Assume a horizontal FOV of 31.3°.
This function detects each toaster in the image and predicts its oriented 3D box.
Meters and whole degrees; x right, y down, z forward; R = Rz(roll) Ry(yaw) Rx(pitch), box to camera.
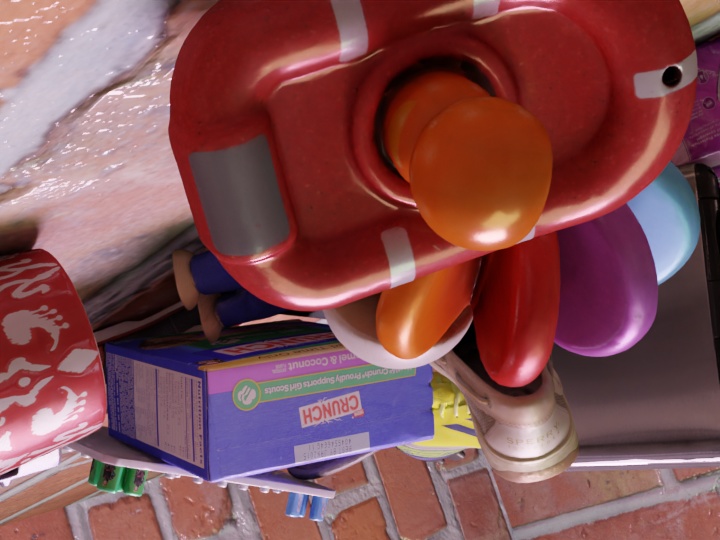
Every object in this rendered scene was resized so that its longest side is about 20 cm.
[{"bbox_3d":[0.188,0.038,0.816,0.117,0.184,0.200,-8,172,17],"label":"toaster"}]

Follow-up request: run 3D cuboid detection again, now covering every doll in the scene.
[{"bbox_3d":[-0.020,-0.014,0.836,0.197,0.049,0.137,-17,139,7],"label":"doll"}]

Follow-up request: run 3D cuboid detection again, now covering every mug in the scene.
[{"bbox_3d":[-0.257,0.056,0.690,0.198,0.177,0.135,-19,131,-28],"label":"mug"}]

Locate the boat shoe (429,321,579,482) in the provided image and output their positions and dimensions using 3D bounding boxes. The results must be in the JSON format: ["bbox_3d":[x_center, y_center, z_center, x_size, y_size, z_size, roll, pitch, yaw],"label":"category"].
[{"bbox_3d":[0.071,0.034,0.747,0.071,0.066,0.201,-19,-144,-3],"label":"boat shoe"}]

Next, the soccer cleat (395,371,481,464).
[{"bbox_3d":[0.080,0.104,1.009,0.083,0.065,0.200,30,147,-19],"label":"soccer cleat"}]

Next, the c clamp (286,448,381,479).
[{"bbox_3d":[0.022,0.084,1.001,0.169,0.027,0.201,-18,-154,29],"label":"c clamp"}]

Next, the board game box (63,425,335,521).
[{"bbox_3d":[-0.152,0.145,0.961,0.198,0.026,0.199,17,174,-39],"label":"board game box"}]

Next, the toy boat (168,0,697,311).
[{"bbox_3d":[0.034,-0.050,0.469,0.197,0.132,0.131,-19,-151,-8],"label":"toy boat"}]

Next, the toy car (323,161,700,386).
[{"bbox_3d":[0.079,-0.019,0.624,0.198,0.150,0.176,-18,140,-25],"label":"toy car"}]

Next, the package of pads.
[{"bbox_3d":[0.235,-0.096,0.882,0.119,0.077,0.200,-20,170,2],"label":"package of pads"}]

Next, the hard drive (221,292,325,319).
[{"bbox_3d":[0.000,0.000,0.983,0.139,0.033,0.199,-26,159,33],"label":"hard drive"}]

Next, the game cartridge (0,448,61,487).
[{"bbox_3d":[-0.297,0.099,0.776,0.198,0.130,0.039,-14,126,-28],"label":"game cartridge"}]

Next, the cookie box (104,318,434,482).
[{"bbox_3d":[-0.069,0.083,0.901,0.169,0.076,0.199,-6,-175,-30],"label":"cookie box"}]

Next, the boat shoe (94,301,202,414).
[{"bbox_3d":[-0.142,0.059,1.033,0.198,0.063,0.071,-21,169,0],"label":"boat shoe"}]
